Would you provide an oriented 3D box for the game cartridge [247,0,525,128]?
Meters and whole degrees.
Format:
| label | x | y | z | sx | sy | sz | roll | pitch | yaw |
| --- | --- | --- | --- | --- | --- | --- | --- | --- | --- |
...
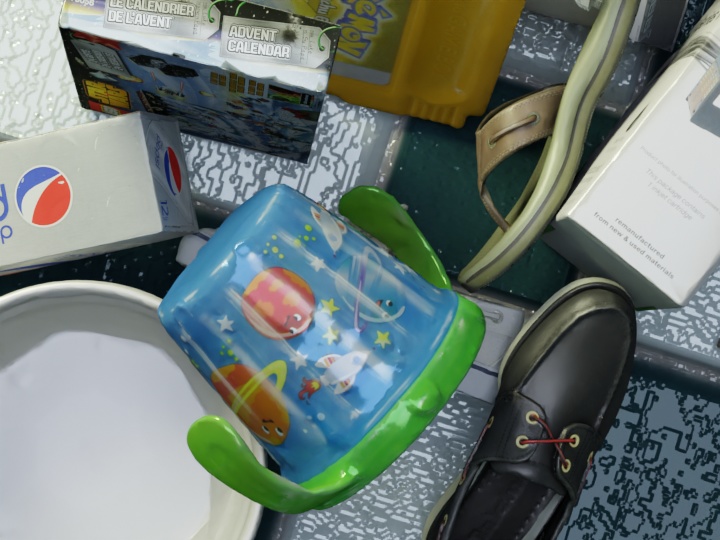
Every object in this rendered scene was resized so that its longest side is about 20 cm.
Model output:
| label | x | y | z | sx | sy | sz | roll | pitch | yaw |
| --- | --- | --- | --- | --- | --- | --- | --- | --- | --- |
| game cartridge | -0.012 | -0.156 | 1.167 | 0.199 | 0.176 | 0.033 | 15 | 56 | -1 |

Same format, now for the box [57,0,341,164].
| label | x | y | z | sx | sy | sz | roll | pitch | yaw |
| --- | --- | --- | --- | --- | --- | --- | --- | --- | --- |
| box | -0.085 | -0.107 | 1.143 | 0.137 | 0.200 | 0.040 | 14 | 82 | -3 |

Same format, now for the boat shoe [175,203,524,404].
| label | x | y | z | sx | sy | sz | roll | pitch | yaw |
| --- | --- | --- | --- | --- | --- | --- | --- | --- | --- |
| boat shoe | 0.001 | 0.000 | 1.207 | 0.201 | 0.075 | 0.086 | 23 | 87 | -4 |

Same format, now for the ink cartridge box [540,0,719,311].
| label | x | y | z | sx | sy | sz | roll | pitch | yaw |
| --- | --- | --- | --- | --- | --- | --- | --- | --- | --- |
| ink cartridge box | 0.195 | -0.079 | 1.182 | 0.084 | 0.146 | 0.200 | 38 | 86 | -1 |

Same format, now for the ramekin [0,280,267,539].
| label | x | y | z | sx | sy | sz | roll | pitch | yaw |
| --- | --- | --- | --- | --- | --- | --- | --- | --- | --- |
| ramekin | -0.150 | 0.106 | 1.181 | 0.199 | 0.105 | 0.201 | 0 | 88 | -2 |

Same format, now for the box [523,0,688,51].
| label | x | y | z | sx | sy | sz | roll | pitch | yaw |
| --- | --- | --- | --- | --- | --- | --- | --- | --- | --- |
| box | 0.101 | -0.225 | 1.201 | 0.199 | 0.050 | 0.158 | 15 | 99 | -12 |

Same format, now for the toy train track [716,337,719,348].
| label | x | y | z | sx | sy | sz | roll | pitch | yaw |
| --- | --- | --- | --- | --- | --- | --- | --- | --- | --- |
| toy train track | 0.304 | 0.072 | 1.238 | 0.200 | 0.033 | 0.115 | 23 | 87 | -3 |

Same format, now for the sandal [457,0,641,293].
| label | x | y | z | sx | sy | sz | roll | pitch | yaw |
| --- | --- | --- | --- | --- | --- | --- | --- | --- | --- |
| sandal | 0.097 | -0.082 | 1.179 | 0.057 | 0.080 | 0.201 | 23 | 92 | -1 |

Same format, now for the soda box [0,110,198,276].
| label | x | y | z | sx | sy | sz | roll | pitch | yaw |
| --- | --- | --- | --- | --- | --- | --- | --- | --- | --- |
| soda box | -0.195 | -0.033 | 1.178 | 0.199 | 0.063 | 0.068 | -12 | 88 | 14 |

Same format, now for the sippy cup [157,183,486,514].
| label | x | y | z | sx | sy | sz | roll | pitch | yaw |
| --- | --- | --- | --- | --- | --- | --- | --- | --- | --- |
| sippy cup | -0.027 | 0.030 | 1.096 | 0.130 | 0.178 | 0.140 | 43 | 101 | -11 |

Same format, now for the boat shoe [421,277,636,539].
| label | x | y | z | sx | sy | sz | roll | pitch | yaw |
| --- | --- | --- | --- | --- | --- | --- | --- | --- | --- |
| boat shoe | 0.098 | 0.100 | 1.183 | 0.074 | 0.063 | 0.202 | 24 | 105 | -14 |
